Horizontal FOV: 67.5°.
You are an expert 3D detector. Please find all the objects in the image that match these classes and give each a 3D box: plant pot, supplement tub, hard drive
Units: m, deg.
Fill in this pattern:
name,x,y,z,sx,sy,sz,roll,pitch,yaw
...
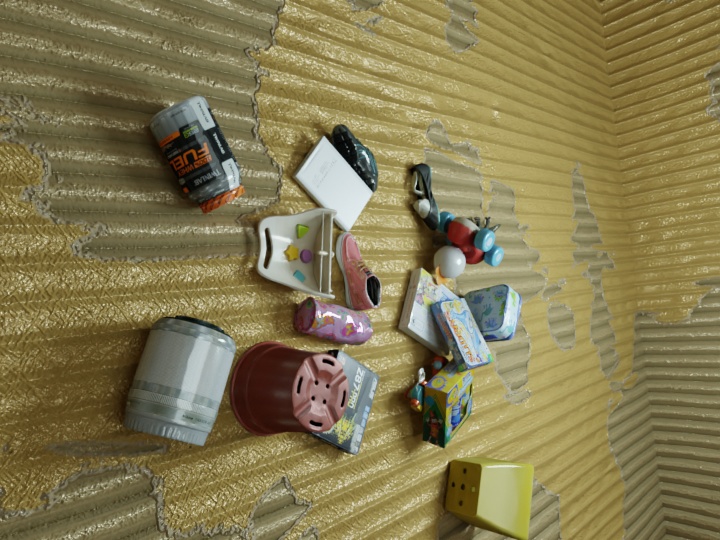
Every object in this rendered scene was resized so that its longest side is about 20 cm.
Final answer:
name,x,y,z,sx,sy,sz,roll,pitch,yaw
plant pot,-0.137,0.248,1.114,0.198,0.193,0.207,7,79,-42
plant pot,0.356,0.636,1.544,0.174,0.199,0.205,22,68,-27
supplement tub,-0.315,-0.225,1.062,0.122,0.121,0.203,-39,110,-39
hard drive,-0.066,-0.215,1.351,0.200,0.026,0.133,45,66,-30

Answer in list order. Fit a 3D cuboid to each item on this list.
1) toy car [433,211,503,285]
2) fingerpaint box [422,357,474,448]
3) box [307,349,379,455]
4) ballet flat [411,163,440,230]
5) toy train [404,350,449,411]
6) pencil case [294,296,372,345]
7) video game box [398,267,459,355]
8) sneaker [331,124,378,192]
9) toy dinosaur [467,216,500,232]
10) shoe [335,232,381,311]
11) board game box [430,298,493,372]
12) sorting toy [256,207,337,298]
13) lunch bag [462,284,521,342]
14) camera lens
name,x,y,z,sx,sy,sz,roll,pitch,yaw
toy car,0.283,-0.037,1.588,0.202,0.183,0.177,-54,140,-6
fingerpaint box,0.249,0.361,1.496,0.199,0.072,0.171,-25,120,-54
box,-0.043,0.317,1.295,0.161,0.048,0.204,40,58,-36
ballet flat,0.181,-0.216,1.583,0.067,0.068,0.205,-2,76,-33
toy train,0.179,0.303,1.487,0.198,0.055,0.155,-5,104,-58
pencil case,-0.061,0.124,1.286,0.197,0.086,0.090,19,71,-41
video game box,0.203,0.122,1.562,0.199,0.046,0.186,36,62,-35
sneaker,-0.012,-0.299,1.410,0.202,0.074,0.080,59,40,-32
toy dinosaur,0.392,-0.122,1.774,0.198,0.076,0.105,-14,105,-49
shoe,0.000,0.000,1.352,0.070,0.090,0.206,-10,91,-43
board game box,0.289,0.180,1.529,0.133,0.034,0.204,-3,62,-45
sorting toy,-0.151,-0.043,1.218,0.177,0.106,0.206,8,79,-35
lunch bag,0.383,0.138,1.627,0.082,0.198,0.164,32,61,-27
camera lens,-0.321,0.194,0.969,0.158,0.158,0.205,29,65,-37
